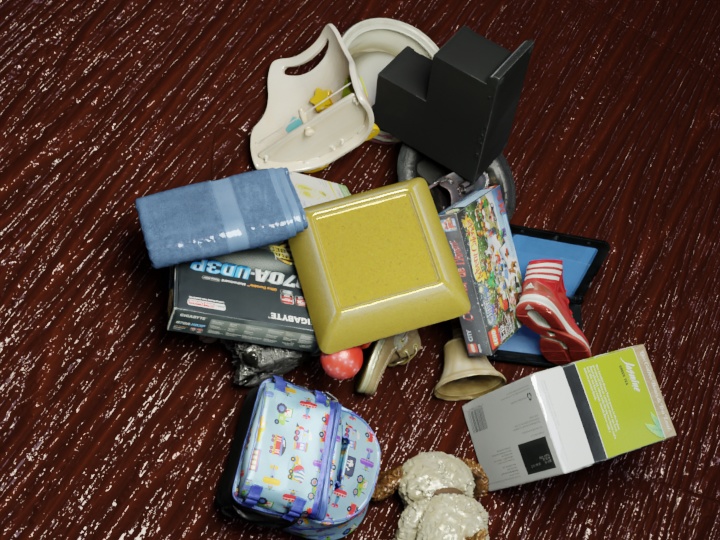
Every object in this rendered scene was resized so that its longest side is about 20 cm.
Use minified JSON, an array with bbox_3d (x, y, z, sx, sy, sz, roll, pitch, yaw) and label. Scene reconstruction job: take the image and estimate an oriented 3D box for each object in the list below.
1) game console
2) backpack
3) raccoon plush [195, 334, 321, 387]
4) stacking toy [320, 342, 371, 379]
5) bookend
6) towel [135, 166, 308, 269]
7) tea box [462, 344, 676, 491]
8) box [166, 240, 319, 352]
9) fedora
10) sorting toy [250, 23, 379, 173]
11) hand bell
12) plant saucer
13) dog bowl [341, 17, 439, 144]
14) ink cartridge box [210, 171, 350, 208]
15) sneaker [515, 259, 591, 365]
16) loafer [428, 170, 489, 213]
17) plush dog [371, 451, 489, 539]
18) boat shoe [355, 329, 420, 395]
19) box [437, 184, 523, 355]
[{"bbox_3d":[0.269,0.044,1.375,0.198,0.116,0.178,8,68,-18],"label":"game console"},{"bbox_3d":[-0.061,0.244,1.159,0.199,0.135,0.184,22,64,-14],"label":"backpack"},{"bbox_3d":[-0.121,0.071,1.232,0.199,0.097,0.135,-12,67,-35],"label":"raccoon plush"},{"bbox_3d":[0.007,0.050,1.184,0.085,0.085,0.201,29,62,-10],"label":"stacking toy"},{"bbox_3d":[0.113,-0.257,1.261,0.199,0.199,0.092,32,59,18],"label":"bookend"},{"bbox_3d":[-0.170,-0.063,1.134,0.198,0.049,0.112,-13,50,-11],"label":"towel"},{"bbox_3d":[0.283,0.207,1.273,0.195,0.200,0.135,-10,75,-26],"label":"tea box"},{"bbox_3d":[-0.145,0.015,1.174,0.198,0.046,0.160,11,47,-20],"label":"box"},{"bbox_3d":[0.134,-0.124,1.391,0.199,0.092,0.203,4,76,-17],"label":"fedora"},{"bbox_3d":[-0.067,-0.256,1.331,0.106,0.199,0.182,16,53,-53],"label":"sorting toy"},{"bbox_3d":[0.141,0.077,1.335,0.103,0.104,0.202,2,61,-21],"label":"hand bell"},{"bbox_3d":[0.019,-0.019,1.151,0.198,0.049,0.202,-15,68,-7],"label":"plant saucer"},{"bbox_3d":[0.041,-0.287,1.429,0.198,0.074,0.202,8,68,-20],"label":"dog bowl"},{"bbox_3d":[-0.105,-0.095,1.268,0.198,0.048,0.146,14,22,-18],"label":"ink cartridge box"},{"bbox_3d":[0.292,0.053,1.335,0.200,0.078,0.116,50,47,-47],"label":"sneaker"},{"bbox_3d":[0.109,-0.089,1.290,0.199,0.063,0.072,-30,88,-21],"label":"loafer"},{"bbox_3d":[0.103,0.317,1.206,0.198,0.161,0.173,3,47,-20],"label":"plush dog"},{"bbox_3d":[0.055,0.094,1.294,0.066,0.074,0.201,29,63,-3],"label":"boat shoe"},{"bbox_3d":[0.171,-0.002,1.267,0.136,0.037,0.202,-33,112,-51],"label":"box"}]
